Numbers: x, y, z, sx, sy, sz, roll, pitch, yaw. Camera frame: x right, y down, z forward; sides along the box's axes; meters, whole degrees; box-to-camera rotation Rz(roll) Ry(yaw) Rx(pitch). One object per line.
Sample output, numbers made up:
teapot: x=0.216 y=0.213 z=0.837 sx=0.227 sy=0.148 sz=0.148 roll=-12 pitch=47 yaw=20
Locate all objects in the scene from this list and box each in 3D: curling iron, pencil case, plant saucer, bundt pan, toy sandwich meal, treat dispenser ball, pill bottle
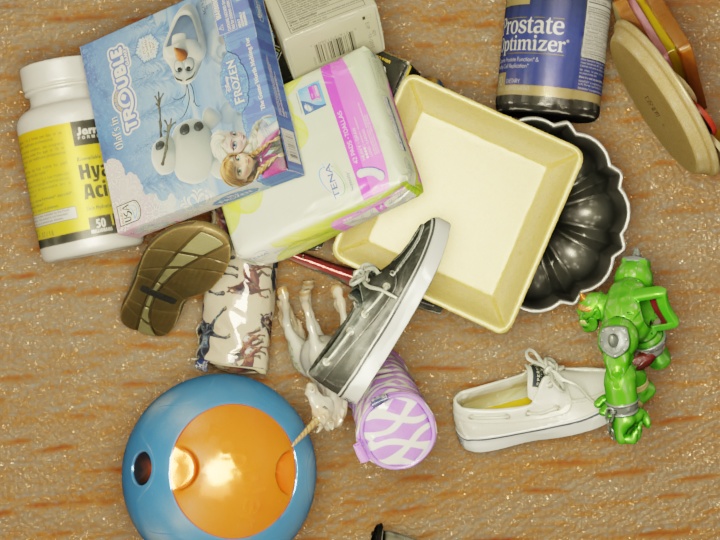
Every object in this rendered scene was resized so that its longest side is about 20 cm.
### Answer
curling iron: x=0.000 y=0.000 z=1.447 sx=0.198 sy=0.026 sz=0.050 roll=27 pitch=95 yaw=-1
pencil case: x=-0.133 y=0.007 z=1.422 sx=0.088 sy=0.078 sz=0.203 roll=5 pitch=92 yaw=15
plant saucer: x=0.098 y=-0.067 z=1.360 sx=0.198 sy=0.048 sz=0.202 roll=24 pitch=93 yaw=2
bundt pan: x=0.182 y=-0.059 z=1.417 sx=0.199 sy=0.076 sz=0.205 roll=0 pitch=93 yaw=4
toy sandwich meal: x=0.323 y=-0.190 z=1.365 sx=0.070 sy=0.205 sz=0.207 roll=-32 pitch=92 yaw=3
pencil case: x=0.023 y=0.139 z=1.366 sx=0.085 sy=0.200 sz=0.084 roll=-33 pitch=102 yaw=2
treat dispenser ball: x=-0.144 y=0.207 z=1.368 sx=0.198 sy=0.201 sz=0.204 roll=0 pitch=92 yaw=0
pill bottle: x=0.204 y=-0.260 z=1.396 sx=0.110 sy=0.112 sz=0.203 roll=5 pitch=92 yaw=0
pill bottle: x=-0.298 y=-0.116 z=1.402 sx=0.110 sy=0.111 sz=0.203 roll=-11 pitch=92 yaw=1

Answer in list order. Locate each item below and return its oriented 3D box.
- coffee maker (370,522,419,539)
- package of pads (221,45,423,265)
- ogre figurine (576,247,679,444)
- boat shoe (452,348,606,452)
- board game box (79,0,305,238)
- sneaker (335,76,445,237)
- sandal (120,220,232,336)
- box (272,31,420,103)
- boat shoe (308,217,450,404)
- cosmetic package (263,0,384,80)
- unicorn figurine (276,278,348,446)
coffee maker: x=0.084 y=0.385 z=1.422 sx=0.197 sy=0.135 sz=0.194 roll=17 pitch=115 yaw=1
package of pads: x=-0.049 y=-0.106 z=1.325 sx=0.198 sy=0.068 sz=0.156 roll=-23 pitch=75 yaw=17
ogre figurine: x=0.276 y=0.064 z=1.358 sx=0.200 sy=0.097 sz=0.121 roll=-45 pitch=132 yaw=-33
boat shoe: x=0.192 y=0.124 z=1.418 sx=0.199 sy=0.075 sz=0.087 roll=-14 pitch=123 yaw=6
board game box: x=-0.169 y=-0.158 z=1.317 sx=0.197 sy=0.043 sz=0.203 roll=-19 pitch=78 yaw=22
sneaker: x=0.050 y=-0.106 z=1.431 sx=0.087 sy=0.075 sz=0.202 roll=27 pitch=95 yaw=-16
sandal: x=-0.195 y=0.001 z=1.394 sx=0.080 sy=0.200 sz=0.054 roll=25 pitch=49 yaw=-15
box: x=-0.056 y=-0.173 z=1.398 sx=0.198 sy=0.049 sz=0.161 roll=26 pitch=90 yaw=21
boat shoe: x=0.017 y=0.027 z=1.299 sx=0.068 sy=0.074 sz=0.201 roll=31 pitch=88 yaw=-5
cosmetic package: x=-0.058 y=-0.298 z=1.366 sx=0.104 sy=0.071 sz=0.202 roll=-20 pitch=58 yaw=-3
unicorn figurine: x=-0.044 y=0.084 z=1.368 sx=0.073 sy=0.200 sz=0.139 roll=-8 pitch=96 yaw=-3
